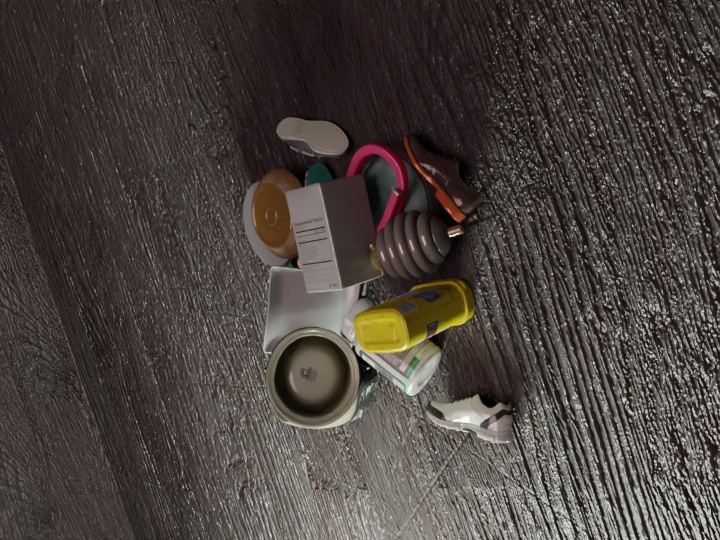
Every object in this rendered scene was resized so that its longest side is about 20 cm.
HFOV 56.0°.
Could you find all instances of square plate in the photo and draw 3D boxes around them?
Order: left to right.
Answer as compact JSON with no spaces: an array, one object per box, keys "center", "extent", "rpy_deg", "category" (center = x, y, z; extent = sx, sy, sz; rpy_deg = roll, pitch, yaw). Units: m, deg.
[{"center":[-0.104,0.087,1.454],"extent":[0.029,0.194,0.203],"rpy_deg":[-112,29,-66],"category":"square plate"}]

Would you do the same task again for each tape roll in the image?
[{"center":[-0.198,-0.117,1.619],"extent":[0.197,0.065,0.206],"rpy_deg":[18,116,41],"category":"tape roll"}]

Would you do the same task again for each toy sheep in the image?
[{"center":[0.103,-0.050,1.261],"extent":[0.197,0.137,0.141],"rpy_deg":[-24,87,26],"category":"toy sheep"}]

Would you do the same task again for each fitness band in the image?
[{"center":[0.023,-0.151,1.337],"extent":[0.144,0.037,0.203],"rpy_deg":[45,131,27],"category":"fitness band"}]

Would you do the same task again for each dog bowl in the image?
[{"center":[-0.100,0.220,1.418],"extent":[0.074,0.196,0.205],"rpy_deg":[149,100,-83],"category":"dog bowl"}]

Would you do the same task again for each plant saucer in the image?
[{"center":[-0.190,-0.125,1.530],"extent":[0.197,0.035,0.206],"rpy_deg":[13,109,42],"category":"plant saucer"},{"center":[0.050,-0.129,1.372],"extent":[0.198,0.038,0.206],"rpy_deg":[20,118,42],"category":"plant saucer"}]

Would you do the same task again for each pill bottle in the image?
[{"center":[0.060,0.152,1.390],"extent":[0.198,0.112,0.115],"rpy_deg":[36,128,22],"category":"pill bottle"}]

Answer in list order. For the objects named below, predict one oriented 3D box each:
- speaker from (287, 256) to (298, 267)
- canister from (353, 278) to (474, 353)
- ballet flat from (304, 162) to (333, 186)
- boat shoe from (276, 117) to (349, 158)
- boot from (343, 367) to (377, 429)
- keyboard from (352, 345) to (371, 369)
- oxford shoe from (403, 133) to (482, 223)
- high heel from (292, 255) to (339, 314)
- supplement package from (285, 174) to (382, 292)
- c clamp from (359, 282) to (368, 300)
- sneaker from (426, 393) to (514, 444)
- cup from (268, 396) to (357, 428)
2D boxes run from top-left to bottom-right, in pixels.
[{"center":[-0.142,0.074,1.613],"extent":[0.088,0.087,0.205],"rpy_deg":[30,124,35],"category":"speaker"},{"center":[0.100,0.085,1.276],"extent":[0.147,0.197,0.089],"rpy_deg":[-10,97,47],"category":"canister"},{"center":[-0.077,-0.132,1.475],"extent":[0.071,0.070,0.205],"rpy_deg":[-37,63,46],"category":"ballet flat"},{"center":[-0.095,-0.280,1.472],"extent":[0.197,0.074,0.062],"rpy_deg":[22,163,32],"category":"boat shoe"},{"center":[-0.058,0.248,1.599],"extent":[0.199,0.065,0.168],"rpy_deg":[38,121,27],"category":"boot"},{"center":[-0.037,0.135,1.535],"extent":[0.197,0.040,0.106],"rpy_deg":[28,87,18],"category":"keyboard"},{"center":[0.150,-0.184,1.242],"extent":[0.072,0.071,0.202],"rpy_deg":[-40,69,16],"category":"oxford shoe"},{"center":[-0.072,-0.001,1.528],"extent":[0.071,0.140,0.204],"rpy_deg":[-31,40,53],"category":"high heel"},{"center":[-0.050,-0.072,1.330],"extent":[0.118,0.119,0.206],"rpy_deg":[-6,98,49],"category":"supplement package"},{"center":[0.000,0.000,1.481],"extent":[0.170,0.027,0.204],"rpy_deg":[36,132,41],"category":"c clamp"},{"center":[0.216,0.276,1.331],"extent":[0.197,0.073,0.082],"rpy_deg":[5,94,41],"category":"sneaker"},{"center":[-0.124,0.271,1.532],"extent":[0.197,0.141,0.206],"rpy_deg":[11,106,43],"category":"cup"}]
